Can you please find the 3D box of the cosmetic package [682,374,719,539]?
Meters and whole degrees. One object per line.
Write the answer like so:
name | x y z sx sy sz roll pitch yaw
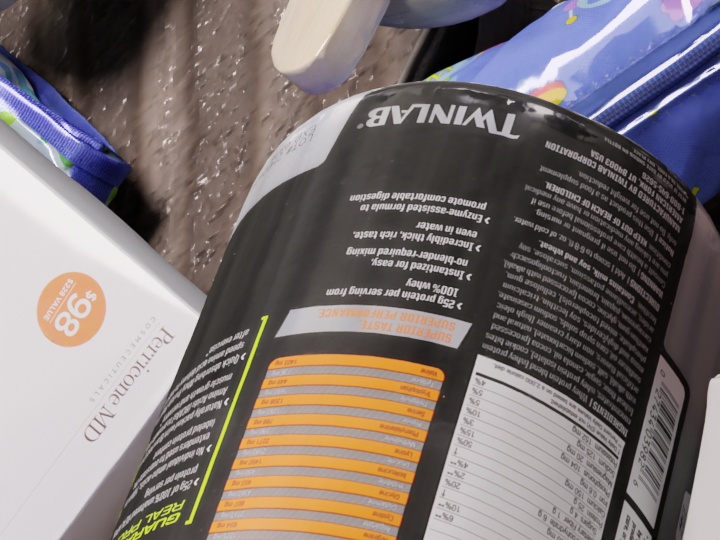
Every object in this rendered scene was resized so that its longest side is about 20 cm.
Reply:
cosmetic package | 0.111 0.126 0.540 0.085 0.108 0.200 -11 57 46

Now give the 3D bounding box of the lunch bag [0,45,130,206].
lunch bag | -0.187 -0.016 1.013 0.200 0.127 0.170 39 96 43

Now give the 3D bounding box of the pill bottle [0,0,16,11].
pill bottle | -0.109 -0.201 1.026 0.200 0.113 0.113 -49 31 -21

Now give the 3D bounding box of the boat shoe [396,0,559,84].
boat shoe | 0.000 0.000 0.818 0.200 0.057 0.067 -56 36 2

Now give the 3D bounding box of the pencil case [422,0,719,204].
pencil case | 0.075 -0.049 0.719 0.200 0.087 0.078 -34 84 17

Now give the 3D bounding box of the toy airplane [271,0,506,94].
toy airplane | 0.039 -0.156 0.794 0.200 0.141 0.199 -59 9 19

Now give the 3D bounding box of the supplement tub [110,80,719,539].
supplement tub | 0.008 0.065 0.595 0.123 0.123 0.200 -24 33 39

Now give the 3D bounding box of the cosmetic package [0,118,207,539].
cosmetic package | -0.149 0.056 0.902 0.151 0.052 0.200 39 96 19
